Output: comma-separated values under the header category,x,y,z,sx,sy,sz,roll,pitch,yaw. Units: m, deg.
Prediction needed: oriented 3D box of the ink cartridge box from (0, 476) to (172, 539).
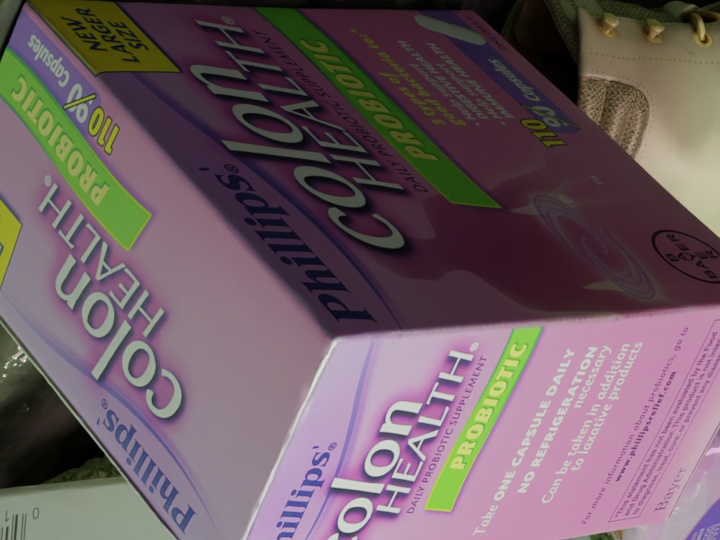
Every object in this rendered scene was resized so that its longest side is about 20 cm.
category,x,y,z,sx,sy,sz,roll,pitch,yaw
ink cartridge box,-0.077,0.158,0.868,0.199,0.178,0.045,-8,158,26

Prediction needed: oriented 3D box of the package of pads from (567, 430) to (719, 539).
category,x,y,z,sx,sy,sz,roll,pitch,yaw
package of pads,0.152,0.073,1.118,0.120,0.076,0.200,-21,154,-14

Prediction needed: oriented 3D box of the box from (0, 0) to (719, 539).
category,x,y,z,sx,sy,sz,roll,pitch,yaw
box,0.000,0.000,0.835,0.199,0.176,0.097,-4,129,-41

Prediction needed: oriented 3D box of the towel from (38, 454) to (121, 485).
category,x,y,z,sx,sy,sz,roll,pitch,yaw
towel,-0.062,0.118,1.035,0.148,0.037,0.201,-25,146,-15

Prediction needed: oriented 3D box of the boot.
category,x,y,z,sx,sy,sz,roll,pitch,yaw
boot,0.133,-0.093,0.958,0.154,0.073,0.202,13,94,-26
